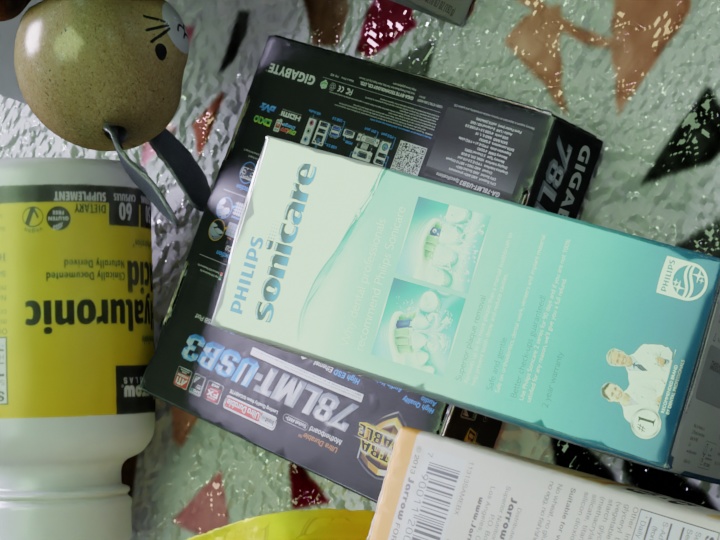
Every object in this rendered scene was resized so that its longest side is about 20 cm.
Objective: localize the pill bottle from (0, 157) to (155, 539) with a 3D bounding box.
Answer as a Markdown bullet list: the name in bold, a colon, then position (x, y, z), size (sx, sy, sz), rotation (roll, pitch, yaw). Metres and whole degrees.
- **pill bottle**: position (-0.164, 0.044, 1.094), size (0.111, 0.111, 0.201), rotation (-3, 88, 40)

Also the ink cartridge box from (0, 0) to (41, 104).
- **ink cartridge box**: position (-0.236, -0.226, 1.215), size (0.146, 0.146, 0.200), rotation (-50, 51, 17)

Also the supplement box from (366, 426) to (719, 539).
- **supplement box**: position (0.115, 0.127, 0.831), size (0.199, 0.126, 0.074), rotation (13, 85, 41)

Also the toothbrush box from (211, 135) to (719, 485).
- **toothbrush box**: position (0.061, 0.019, 0.857), size (0.199, 0.146, 0.086), rotation (15, 87, 23)

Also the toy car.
- **toy car**: position (-0.115, -0.121, 1.032), size (0.157, 0.164, 0.201), rotation (-20, 94, 11)

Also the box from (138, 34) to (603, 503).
- **box**: position (0.000, 0.000, 1.016), size (0.199, 0.050, 0.200), rotation (20, 92, 41)

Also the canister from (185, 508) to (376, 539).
- **canister**: position (-0.036, 0.223, 0.946), size (0.148, 0.086, 0.201), rotation (-26, 63, 51)

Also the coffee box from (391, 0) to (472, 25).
- **coffee box**: position (0.031, -0.238, 1.014), size (0.080, 0.113, 0.201), rotation (27, 96, 41)
